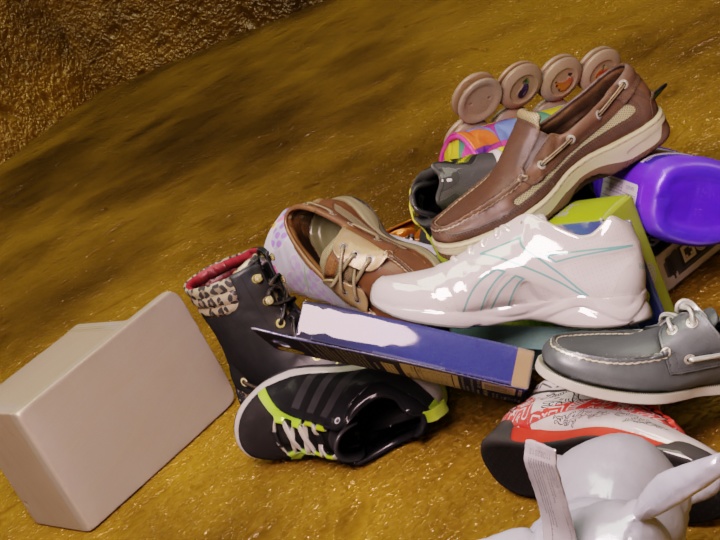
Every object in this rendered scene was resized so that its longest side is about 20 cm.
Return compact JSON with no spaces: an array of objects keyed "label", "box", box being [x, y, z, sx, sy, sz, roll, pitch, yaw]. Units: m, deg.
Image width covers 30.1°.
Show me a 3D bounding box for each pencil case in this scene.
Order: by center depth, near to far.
[{"label":"pencil case","box":[0.002,0.003,1.221,0.199,0.091,0.083,20,51,39]},{"label":"pencil case","box":[0.175,-0.112,1.285,0.198,0.089,0.088,-15,13,-23]}]

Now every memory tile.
[{"label":"memory tile","box":[0.168,-0.145,1.332,0.198,0.154,0.017,-15,46,-26]}]

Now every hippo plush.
[{"label":"hippo plush","box":[0.100,0.146,0.673,0.158,0.202,0.161,2,19,14]}]

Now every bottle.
[{"label":"bottle","box":[0.230,-0.065,1.058,0.083,0.066,0.200,6,9,-10]}]

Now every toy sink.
[{"label":"toy sink","box":[-0.241,0.126,1.252,0.112,0.131,0.200,-5,29,48]}]

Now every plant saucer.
[{"label":"plant saucer","box":[0.157,0.059,0.975,0.199,0.070,0.019,-1,68,44]}]

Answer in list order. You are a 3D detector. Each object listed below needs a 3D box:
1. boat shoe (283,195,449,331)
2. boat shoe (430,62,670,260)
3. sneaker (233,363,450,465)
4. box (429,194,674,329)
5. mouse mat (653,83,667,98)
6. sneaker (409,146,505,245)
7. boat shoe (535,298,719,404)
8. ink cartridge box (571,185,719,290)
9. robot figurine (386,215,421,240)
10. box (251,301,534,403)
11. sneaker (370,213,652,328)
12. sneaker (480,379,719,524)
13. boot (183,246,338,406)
[{"label":"boat shoe","box":[0.000,0.000,1.095,0.073,0.076,0.200,4,23,-36]},{"label":"boat shoe","box":[0.130,-0.087,0.999,0.201,0.075,0.075,-33,20,-10]},{"label":"sneaker","box":[-0.023,0.117,1.066,0.199,0.072,0.083,-19,22,23]},{"label":"box","box":[0.155,0.010,1.024,0.199,0.123,0.048,-4,27,49]},{"label":"mouse mat","box":[0.183,-0.082,1.178,0.200,0.008,0.161,-43,-5,-6]},{"label":"sneaker","box":[0.075,-0.060,1.167,0.084,0.075,0.200,-1,-18,-15]},{"label":"boat shoe","box":[0.208,0.043,0.840,0.198,0.062,0.073,1,21,-4]},{"label":"ink cartridge box","box":[0.224,-0.028,1.157,0.199,0.044,0.198,-37,21,-22]},{"label":"robot figurine","box":[0.064,-0.017,1.317,0.199,0.059,0.145,-23,22,13]},{"label":"box","box":[0.026,0.058,0.977,0.198,0.033,0.121,11,-9,7]},{"label":"sneaker","box":[0.103,0.001,0.945,0.198,0.081,0.070,-2,3,16]},{"label":"sneaker","box":[0.174,0.097,0.858,0.108,0.068,0.201,-42,21,-30]},{"label":"boot","box":[-0.046,0.053,1.137,0.202,0.155,0.074,-15,22,32]}]
